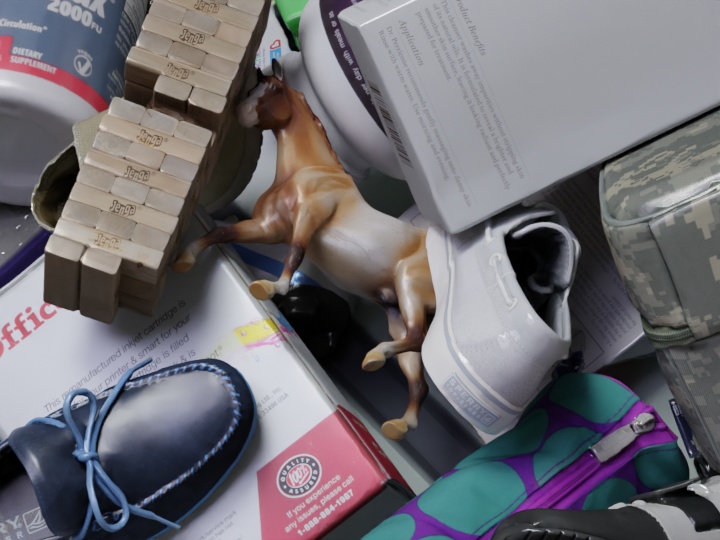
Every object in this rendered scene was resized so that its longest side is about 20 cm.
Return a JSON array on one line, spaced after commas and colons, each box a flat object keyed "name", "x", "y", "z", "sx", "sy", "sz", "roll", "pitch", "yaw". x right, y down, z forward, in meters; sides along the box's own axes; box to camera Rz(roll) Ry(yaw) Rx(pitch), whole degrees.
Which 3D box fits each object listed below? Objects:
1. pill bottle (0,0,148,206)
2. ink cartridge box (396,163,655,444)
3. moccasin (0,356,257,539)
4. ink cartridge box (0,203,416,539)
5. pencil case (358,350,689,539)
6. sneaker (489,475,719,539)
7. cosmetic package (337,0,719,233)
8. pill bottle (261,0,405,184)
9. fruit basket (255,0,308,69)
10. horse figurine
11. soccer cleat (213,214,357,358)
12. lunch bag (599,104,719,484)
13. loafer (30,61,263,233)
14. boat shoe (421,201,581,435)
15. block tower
[{"name": "pill bottle", "x": -0.183, "y": -0.150, "z": 1.599, "sx": 0.119, "sy": 0.120, "sz": 0.201, "roll": -7, "pitch": 55, "yaw": 23}, {"name": "ink cartridge box", "x": 0.115, "y": -0.013, "z": 1.403, "sx": 0.200, "sy": 0.050, "sz": 0.161, "roll": -41, "pitch": 49, "yaw": 5}, {"name": "moccasin", "x": -0.139, "y": 0.106, "z": 1.295, "sx": 0.200, "sy": 0.068, "sz": 0.081, "roll": -34, "pitch": 71, "yaw": 5}, {"name": "ink cartridge box", "x": -0.088, "y": 0.076, "z": 1.370, "sx": 0.146, "sy": 0.083, "sz": 0.200, "roll": -38, "pitch": 70, "yaw": 3}, {"name": "pencil case", "x": 0.063, "y": 0.119, "z": 1.248, "sx": 0.085, "sy": 0.092, "sz": 0.200, "roll": 48, "pitch": 48, "yaw": 6}, {"name": "sneaker", "x": 0.137, "y": 0.126, "z": 1.215, "sx": 0.074, "sy": 0.199, "sz": 0.089, "roll": -51, "pitch": 32, "yaw": 37}, {"name": "cosmetic package", "x": 0.103, "y": -0.112, "z": 1.304, "sx": 0.199, "sy": 0.113, "sz": 0.081, "roll": -25, "pitch": 12, "yaw": -4}, {"name": "pill bottle", "x": 0.048, "y": -0.121, "z": 1.418, "sx": 0.200, "sy": 0.112, "sz": 0.113, "roll": -31, "pitch": 48, "yaw": 18}, {"name": "fruit basket", "x": 0.017, "y": -0.191, "z": 1.562, "sx": 0.185, "sy": 0.094, "sz": 0.200, "roll": -20, "pitch": 35, "yaw": 14}, {"name": "horse figurine", "x": 0.000, "y": 0.000, "z": 1.353, "sx": 0.050, "sy": 0.200, "sz": 0.133, "roll": -53, "pitch": 2, "yaw": 40}, {"name": "soccer cleat", "x": -0.095, "y": 0.017, "z": 1.477, "sx": 0.199, "sy": 0.070, "sz": 0.087, "roll": -10, "pitch": 49, "yaw": 13}, {"name": "lunch bag", "x": 0.218, "y": 0.001, "z": 1.260, "sx": 0.199, "sy": 0.168, "sz": 0.139, "roll": -23, "pitch": 12, "yaw": 9}, {"name": "loafer", "x": -0.114, "y": -0.057, "z": 1.470, "sx": 0.200, "sy": 0.068, "sz": 0.076, "roll": -43, "pitch": 55, "yaw": 51}, {"name": "boat shoe", "x": 0.071, "y": 0.003, "z": 1.294, "sx": 0.068, "sy": 0.072, "sz": 0.200, "roll": -41, "pitch": 9, "yaw": 20}, {"name": "block tower", "x": -0.094, "y": -0.070, "z": 1.344, "sx": 0.054, "sy": 0.058, "sz": 0.201, "roll": 19, "pitch": 62, "yaw": 2}]
